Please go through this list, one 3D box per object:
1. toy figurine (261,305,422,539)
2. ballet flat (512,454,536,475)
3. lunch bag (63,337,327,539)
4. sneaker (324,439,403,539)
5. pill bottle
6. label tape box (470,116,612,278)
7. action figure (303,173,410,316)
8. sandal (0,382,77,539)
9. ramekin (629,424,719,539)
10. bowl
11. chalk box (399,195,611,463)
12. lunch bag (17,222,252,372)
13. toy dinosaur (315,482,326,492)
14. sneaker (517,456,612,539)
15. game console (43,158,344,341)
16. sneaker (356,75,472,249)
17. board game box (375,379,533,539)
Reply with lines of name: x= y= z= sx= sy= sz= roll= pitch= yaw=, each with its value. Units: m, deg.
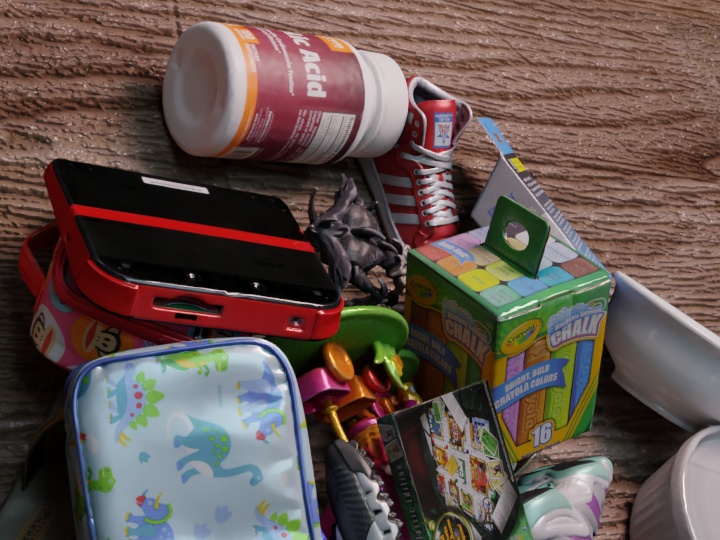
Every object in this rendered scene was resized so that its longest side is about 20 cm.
toy figurine: x=0.008 y=0.149 z=1.162 sx=0.200 sy=0.150 sz=0.185 roll=25 pitch=39 yaw=-57
ballet flat: x=0.118 y=0.151 z=1.310 sx=0.068 sy=0.062 sz=0.200 roll=53 pitch=43 yaw=0
lunch bag: x=-0.108 y=0.148 z=1.000 sx=0.160 sy=0.082 sz=0.201 roll=-8 pitch=86 yaw=-17
sneaker: x=-0.006 y=0.219 z=1.040 sx=0.090 sy=0.066 sz=0.201 roll=-17 pitch=90 yaw=-6
pill bottle: x=-0.062 y=-0.152 z=1.336 sx=0.199 sy=0.114 sz=0.115 roll=0 pitch=61 yaw=-40
label tape box: x=0.154 y=-0.047 z=1.436 sx=0.200 sy=0.063 sz=0.144 roll=52 pitch=11 yaw=2
action figure: x=0.000 y=0.000 z=1.294 sx=0.200 sy=0.102 sz=0.119 roll=32 pitch=45 yaw=-41
sandal: x=-0.204 y=0.131 z=1.044 sx=0.081 sy=0.055 sz=0.200 roll=18 pitch=47 yaw=14
ramekin: x=0.337 y=0.251 z=1.398 sx=0.202 sy=0.094 sz=0.203 roll=21 pitch=50 yaw=-27
bowl: x=0.304 y=0.092 z=1.459 sx=0.201 sy=0.091 sz=0.201 roll=34 pitch=7 yaw=-4
chalk box: x=0.117 y=0.041 z=1.248 sx=0.124 sy=0.201 sz=0.125 roll=-18 pitch=35 yaw=-30
lunch bag: x=-0.166 y=0.008 z=1.130 sx=0.176 sy=0.082 sz=0.200 roll=20 pitch=29 yaw=-11
toy dinosaur: x=0.037 y=0.237 z=1.184 sx=0.106 sy=0.060 sz=0.201 roll=-4 pitch=64 yaw=-40
sneaker: x=0.174 y=0.243 z=1.296 sx=0.200 sy=0.078 sz=0.141 roll=-15 pitch=91 yaw=-57
game console: x=-0.120 y=-0.015 z=1.097 sx=0.199 sy=0.031 sz=0.177 roll=9 pitch=27 yaw=-29
sneaker: x=0.068 y=-0.083 z=1.397 sx=0.071 sy=0.112 sz=0.201 roll=-13 pitch=70 yaw=-44
board game box: x=0.080 y=0.188 z=1.097 sx=0.105 sy=0.023 sz=0.201 roll=-14 pitch=87 yaw=-45
